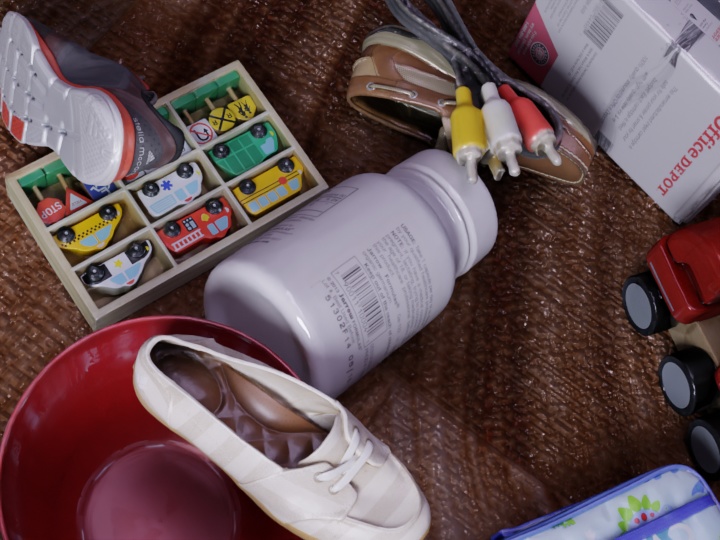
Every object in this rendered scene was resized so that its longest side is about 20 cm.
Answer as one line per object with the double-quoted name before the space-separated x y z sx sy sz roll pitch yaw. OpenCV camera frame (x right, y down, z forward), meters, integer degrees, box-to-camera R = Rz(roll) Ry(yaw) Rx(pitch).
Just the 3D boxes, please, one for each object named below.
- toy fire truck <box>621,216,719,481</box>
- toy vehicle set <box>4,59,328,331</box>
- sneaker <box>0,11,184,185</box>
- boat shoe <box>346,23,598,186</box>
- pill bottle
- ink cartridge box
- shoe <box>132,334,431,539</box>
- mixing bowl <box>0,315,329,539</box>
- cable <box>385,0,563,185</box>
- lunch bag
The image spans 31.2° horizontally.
"toy fire truck" 0.267 0.036 0.874 0.127 0.200 0.178 -14 69 -19
"toy vehicle set" -0.137 -0.057 0.924 0.199 0.027 0.125 -31 75 -24
"sneaker" -0.191 -0.117 0.902 0.081 0.078 0.200 -6 37 -41
"boat shoe" 0.079 -0.110 0.977 0.198 0.076 0.074 27 68 10
"pill bottle" 0.000 0.000 0.874 0.114 0.115 0.199 47 54 11
"ink cartridge box" 0.226 -0.156 0.984 0.084 0.146 0.200 -36 78 -25
"shoe" -0.045 0.098 0.737 0.198 0.054 0.070 31 62 2
"mixing bowl" -0.121 0.141 0.790 0.197 0.109 0.203 6 64 -12
"cable" 0.086 -0.147 0.925 0.096 0.050 0.202 -11 66 -19
"lunch bag" 0.165 0.225 0.833 0.198 0.083 0.162 -17 68 -20
